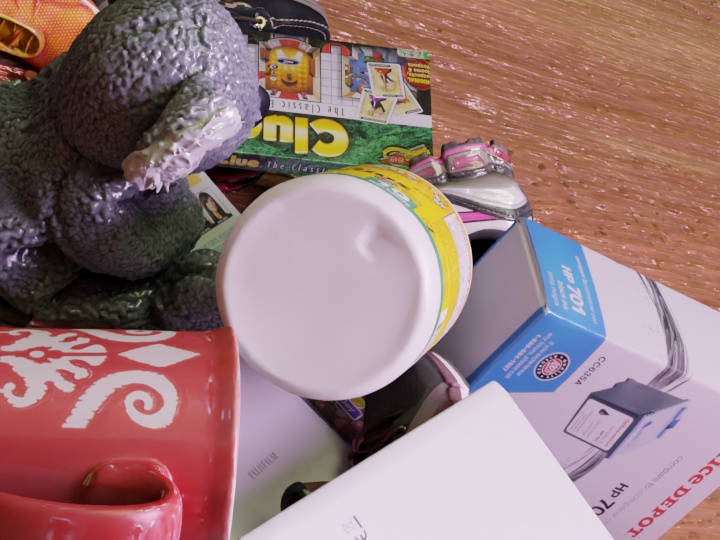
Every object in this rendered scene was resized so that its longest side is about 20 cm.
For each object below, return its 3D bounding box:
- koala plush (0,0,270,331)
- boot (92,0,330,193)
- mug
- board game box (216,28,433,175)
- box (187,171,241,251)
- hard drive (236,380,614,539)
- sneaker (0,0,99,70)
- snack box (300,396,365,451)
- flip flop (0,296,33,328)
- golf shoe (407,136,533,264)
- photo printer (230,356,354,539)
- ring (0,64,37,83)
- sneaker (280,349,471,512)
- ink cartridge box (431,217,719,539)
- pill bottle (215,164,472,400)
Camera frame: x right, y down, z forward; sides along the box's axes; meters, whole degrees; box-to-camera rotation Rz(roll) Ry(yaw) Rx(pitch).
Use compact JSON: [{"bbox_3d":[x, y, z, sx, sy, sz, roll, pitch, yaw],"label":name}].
[{"bbox_3d":[-0.122,-0.076,0.978,0.184,0.200,0.178,6,60,-27],"label":"koala plush"},{"bbox_3d":[-0.086,-0.125,1.294,0.203,0.073,0.154,-3,55,-40],"label":"boot"},{"bbox_3d":[-0.159,0.078,0.845,0.200,0.178,0.134,5,72,-9],"label":"mug"},{"bbox_3d":[-0.051,-0.110,1.217,0.200,0.023,0.105,5,59,-11],"label":"board game box"},{"bbox_3d":[-0.119,-0.023,1.124,0.200,0.049,0.082,49,35,3],"label":"box"},{"bbox_3d":[0.041,0.148,0.915,0.200,0.025,0.132,-27,77,-44],"label":"hard drive"},{"bbox_3d":[-0.244,-0.169,1.198,0.200,0.073,0.077,31,46,-1],"label":"sneaker"},{"bbox_3d":[0.038,0.123,1.144,0.200,0.053,0.142,47,32,8],"label":"snack box"},{"bbox_3d":[-0.264,-0.011,0.995,0.200,0.058,0.081,33,25,-42],"label":"flip flop"},{"bbox_3d":[0.012,-0.011,1.168,0.073,0.200,0.092,60,10,-66],"label":"golf shoe"},{"bbox_3d":[-0.064,0.133,1.012,0.200,0.069,0.166,45,32,6],"label":"photo printer"},{"bbox_3d":[-0.205,-0.062,1.144,0.200,0.019,0.201,28,34,-21],"label":"ring"},{"bbox_3d":[0.006,0.109,0.981,0.115,0.076,0.200,19,38,-30],"label":"sneaker"},{"bbox_3d":[0.134,0.074,1.117,0.200,0.146,0.086,24,34,-27],"label":"ink cartridge box"},{"bbox_3d":[0.000,0.000,0.989,0.113,0.113,0.200,44,12,4],"label":"pill bottle"}]
